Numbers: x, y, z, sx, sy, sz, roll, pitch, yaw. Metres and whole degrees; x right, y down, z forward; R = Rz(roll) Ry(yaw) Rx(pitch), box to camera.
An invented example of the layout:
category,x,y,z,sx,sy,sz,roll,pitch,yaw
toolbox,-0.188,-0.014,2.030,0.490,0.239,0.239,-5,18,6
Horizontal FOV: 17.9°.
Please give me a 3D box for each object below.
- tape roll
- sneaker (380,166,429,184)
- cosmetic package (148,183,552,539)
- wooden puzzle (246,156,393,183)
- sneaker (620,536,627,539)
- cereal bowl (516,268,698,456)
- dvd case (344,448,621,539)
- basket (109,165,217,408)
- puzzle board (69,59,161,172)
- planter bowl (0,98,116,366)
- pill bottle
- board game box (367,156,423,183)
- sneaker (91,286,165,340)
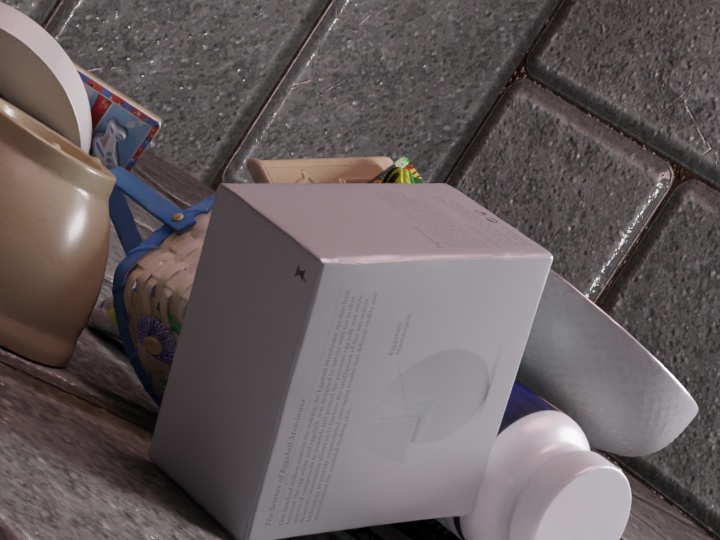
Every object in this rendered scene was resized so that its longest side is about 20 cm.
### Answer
category,x,y,z,sx,sy,sz,roll,pitch,yaw
tape roll,-0.301,-0.112,1.699,0.202,0.203,0.037,33,32,-11
sneaker,0.059,0.001,1.645,0.083,0.074,0.201,15,39,-24
cosmetic package,-0.009,0.055,1.489,0.199,0.200,0.123,-2,27,-42
wooden puzzle,0.000,0.000,1.751,0.200,0.046,0.186,-1,61,-56
sneaker,0.146,0.226,1.747,0.199,0.075,0.106,20,-13,21
cereal bowl,0.152,0.073,1.709,0.200,0.083,0.200,41,-5,4
dvd case,0.074,0.159,1.713,0.199,0.025,0.150,-22,38,-36
basket,-0.117,0.023,1.673,0.200,0.139,0.177,33,-31,53
puzzle board,-0.263,-0.082,1.743,0.150,0.200,0.017,32,31,-11
planter bowl,-0.257,-0.043,1.615,0.200,0.135,0.200,32,4,-2
pill bottle,0.091,0.134,1.619,0.200,0.116,0.116,35,3,42
board game box,0.021,-0.014,1.729,0.105,0.023,0.200,55,30,-3
sneaker,-0.125,0.005,1.827,0.199,0.106,0.076,-4,-22,31
